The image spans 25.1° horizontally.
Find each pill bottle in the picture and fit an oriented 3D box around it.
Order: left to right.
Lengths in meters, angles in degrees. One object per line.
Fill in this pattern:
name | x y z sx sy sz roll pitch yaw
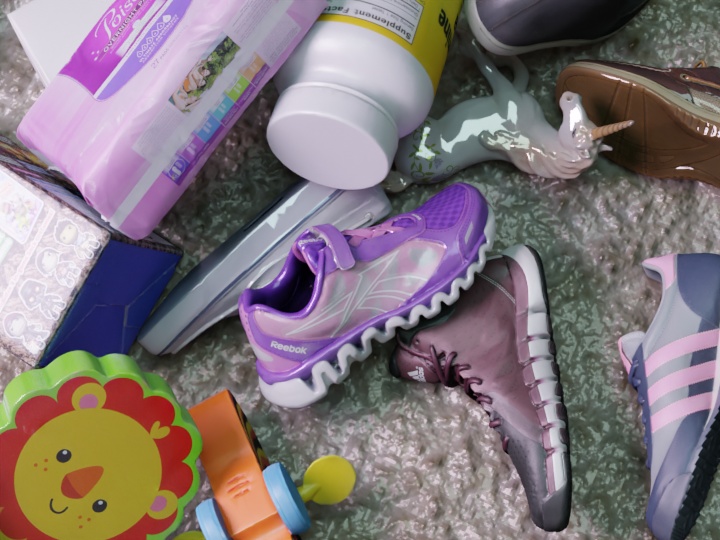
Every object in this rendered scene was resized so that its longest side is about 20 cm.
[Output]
pill bottle | 0.006 -0.160 1.086 0.111 0.113 0.202 15 63 6

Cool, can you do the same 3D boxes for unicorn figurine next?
unicorn figurine | 0.086 -0.110 1.149 0.198 0.074 0.139 -25 69 15

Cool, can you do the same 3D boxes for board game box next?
board game box | -0.241 -0.027 1.076 0.199 0.159 0.097 32 93 12

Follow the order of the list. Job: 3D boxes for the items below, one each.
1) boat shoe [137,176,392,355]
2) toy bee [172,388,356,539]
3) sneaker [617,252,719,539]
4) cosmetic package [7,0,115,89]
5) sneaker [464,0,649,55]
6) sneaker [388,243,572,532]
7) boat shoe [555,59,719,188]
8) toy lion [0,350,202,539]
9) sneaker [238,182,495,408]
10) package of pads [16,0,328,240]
boat shoe | -0.063 0.000 1.117 0.200 0.074 0.066 -40 101 2
toy bee | -0.065 0.182 1.057 0.129 0.109 0.202 -11 50 14
sneaker | 0.208 0.083 1.092 0.081 0.070 0.202 10 70 23
cosmetic package | -0.137 -0.177 1.155 0.199 0.108 0.085 -30 74 -8
sneaker | 0.172 -0.203 1.114 0.199 0.106 0.075 -28 94 -41
sneaker | 0.079 0.084 1.092 0.114 0.076 0.202 -8 63 5
boat shoe | 0.237 -0.109 1.148 0.198 0.073 0.072 20 44 19
toy lion | -0.182 0.155 1.019 0.190 0.201 0.069 -27 31 -10
sneaker | 0.000 0.000 1.075 0.199 0.080 0.089 -38 119 -8
package of pads | -0.124 -0.129 1.035 0.201 0.076 0.120 -53 43 -2
